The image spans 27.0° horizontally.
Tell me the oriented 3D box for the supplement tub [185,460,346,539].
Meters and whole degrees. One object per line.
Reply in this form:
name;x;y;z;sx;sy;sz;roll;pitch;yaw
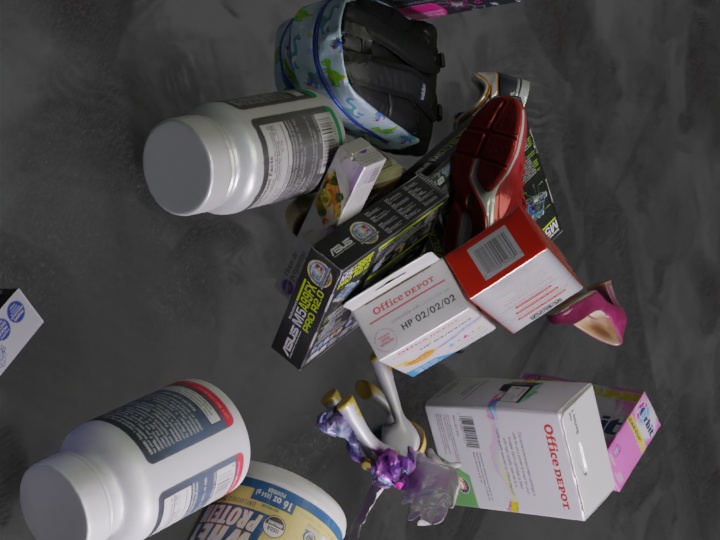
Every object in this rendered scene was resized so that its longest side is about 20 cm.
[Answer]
supplement tub;-0.111;0.305;1.475;0.145;0.145;0.200;50;52;-38

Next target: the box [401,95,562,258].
box;0.148;-0.077;1.779;0.200;0.047;0.193;-43;126;-35

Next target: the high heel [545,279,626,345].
high heel;0.315;0.075;2.082;0.200;0.067;0.096;-18;93;-64

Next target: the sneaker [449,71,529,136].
sneaker;0.144;-0.151;1.871;0.079;0.078;0.200;17;88;-6

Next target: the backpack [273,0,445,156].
backpack;-0.003;-0.222;1.647;0.200;0.154;0.163;19;74;-71

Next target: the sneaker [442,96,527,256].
sneaker;0.161;-0.094;1.717;0.115;0.078;0.200;11;99;-54

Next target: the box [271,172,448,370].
box;0.000;0.000;1.617;0.200;0.044;0.160;-36;158;-43

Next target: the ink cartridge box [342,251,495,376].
ink cartridge box;0.066;0.051;1.634;0.068;0.115;0.200;61;9;17

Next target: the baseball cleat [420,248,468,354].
baseball cleat;0.105;0.008;1.810;0.106;0.070;0.200;-55;129;-48

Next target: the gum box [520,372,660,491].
gum box;0.262;0.202;1.911;0.114;0.200;0.066;-51;128;-30

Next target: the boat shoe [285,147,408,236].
boat shoe;-0.025;-0.091;1.668;0.065;0.072;0.200;47;40;14

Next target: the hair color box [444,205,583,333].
hair color box;0.172;0.003;1.658;0.061;0.101;0.200;60;9;22

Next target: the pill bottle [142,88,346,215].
pill bottle;-0.115;-0.118;1.508;0.200;0.113;0.113;-17;102;-50

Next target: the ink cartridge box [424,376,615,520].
ink cartridge box;0.193;0.212;1.815;0.084;0.200;0.145;-33;114;-45

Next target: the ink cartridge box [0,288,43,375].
ink cartridge box;-0.353;0.097;1.218;0.044;0.094;0.200;59;47;-32

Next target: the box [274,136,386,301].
box;-0.033;-0.049;1.572;0.041;0.039;0.200;-25;150;-47

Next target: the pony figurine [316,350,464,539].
pony figurine;0.035;0.213;1.678;0.200;0.166;0.193;55;36;-13

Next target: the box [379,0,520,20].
box;0.065;-0.358;1.673;0.132;0.200;0.115;17;74;-50

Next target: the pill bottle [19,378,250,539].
pill bottle;-0.208;0.184;1.379;0.200;0.119;0.120;-22;106;-50
